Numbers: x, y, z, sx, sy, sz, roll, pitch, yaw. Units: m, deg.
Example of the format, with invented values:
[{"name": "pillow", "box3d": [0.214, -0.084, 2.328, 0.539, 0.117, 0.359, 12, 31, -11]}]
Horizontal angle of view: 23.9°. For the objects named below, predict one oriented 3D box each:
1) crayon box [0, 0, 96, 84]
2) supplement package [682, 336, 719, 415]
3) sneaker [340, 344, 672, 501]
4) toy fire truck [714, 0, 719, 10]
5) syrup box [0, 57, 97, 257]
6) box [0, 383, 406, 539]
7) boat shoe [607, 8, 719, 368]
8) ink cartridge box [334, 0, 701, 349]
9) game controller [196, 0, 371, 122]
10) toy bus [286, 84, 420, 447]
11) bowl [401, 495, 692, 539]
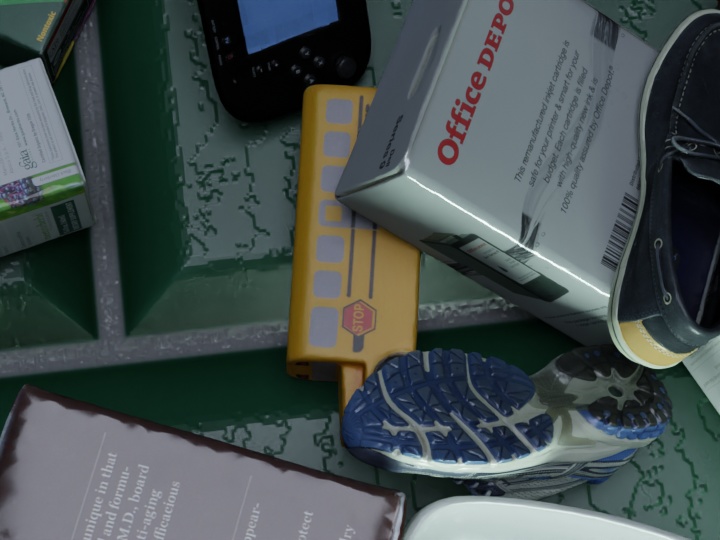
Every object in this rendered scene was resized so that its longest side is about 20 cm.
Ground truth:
[{"name": "crayon box", "box3d": [-0.222, -0.238, 1.020, 0.171, 0.058, 0.201, 23, 76, 3]}, {"name": "supplement package", "box3d": [0.288, 0.082, 0.935, 0.119, 0.121, 0.201, -32, 80, -10]}, {"name": "sneaker", "box3d": [0.074, 0.096, 0.914, 0.199, 0.085, 0.077, 1, 44, -30]}, {"name": "toy fire truck", "box3d": [0.308, -0.167, 0.980, 0.175, 0.129, 0.201, 19, 65, 27]}, {"name": "syrup box", "box3d": [-0.253, -0.039, 0.931, 0.199, 0.079, 0.082, -20, 76, -9]}, {"name": "box", "box3d": [-0.094, 0.174, 0.869, 0.198, 0.166, 0.165, 15, 76, 2]}, {"name": "boat shoe", "box3d": [0.180, -0.047, 0.893, 0.074, 0.062, 0.201, 23, 70, -23]}, {"name": "ink cartridge box", "box3d": [0.105, -0.063, 0.938, 0.199, 0.084, 0.147, 30, 69, -21]}, {"name": "game controller", "box3d": [-0.050, -0.185, 0.964, 0.104, 0.201, 0.042, -29, 34, -30]}, {"name": "toy bus", "box3d": [0.000, 0.000, 0.969, 0.078, 0.065, 0.202, 4, 76, -2]}, {"name": "bowl", "box3d": [0.092, 0.224, 0.898, 0.198, 0.075, 0.202, 13, 83, -10]}]
